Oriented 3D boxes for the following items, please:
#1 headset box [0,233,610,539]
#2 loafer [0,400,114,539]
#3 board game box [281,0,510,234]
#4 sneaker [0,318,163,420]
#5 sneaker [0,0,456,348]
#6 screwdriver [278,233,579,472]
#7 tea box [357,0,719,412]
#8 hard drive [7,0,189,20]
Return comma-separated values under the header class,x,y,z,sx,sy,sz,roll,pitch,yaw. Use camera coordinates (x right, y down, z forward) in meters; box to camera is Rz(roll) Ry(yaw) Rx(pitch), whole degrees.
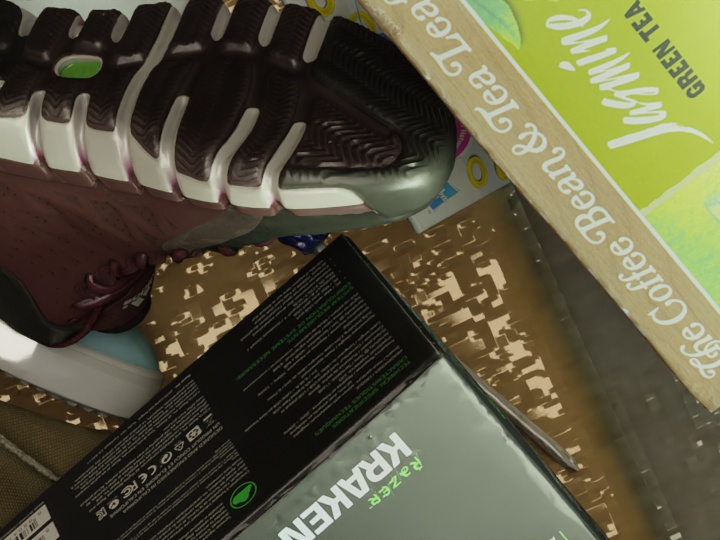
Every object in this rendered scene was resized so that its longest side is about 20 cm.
class,x,y,z,sx,sy,sz,roll,pitch,yaw
headset box,-0.001,0.125,0.909,0.174,0.093,0.200,-40,122,1
loafer,-0.107,0.074,0.948,0.200,0.076,0.068,47,68,-32
board game box,0.055,-0.143,0.920,0.195,0.056,0.201,-29,122,4
sneaker,-0.137,-0.030,0.977,0.199,0.074,0.082,36,96,5
sneaker,-0.058,-0.022,0.899,0.199,0.116,0.076,10,49,21
screwdriver,0.000,0.000,0.986,0.199,0.028,0.029,36,120,7
tea box,0.108,-0.107,0.841,0.196,0.134,0.200,-38,123,10
hard drive,-0.069,-0.155,0.950,0.027,0.132,0.201,34,91,35
